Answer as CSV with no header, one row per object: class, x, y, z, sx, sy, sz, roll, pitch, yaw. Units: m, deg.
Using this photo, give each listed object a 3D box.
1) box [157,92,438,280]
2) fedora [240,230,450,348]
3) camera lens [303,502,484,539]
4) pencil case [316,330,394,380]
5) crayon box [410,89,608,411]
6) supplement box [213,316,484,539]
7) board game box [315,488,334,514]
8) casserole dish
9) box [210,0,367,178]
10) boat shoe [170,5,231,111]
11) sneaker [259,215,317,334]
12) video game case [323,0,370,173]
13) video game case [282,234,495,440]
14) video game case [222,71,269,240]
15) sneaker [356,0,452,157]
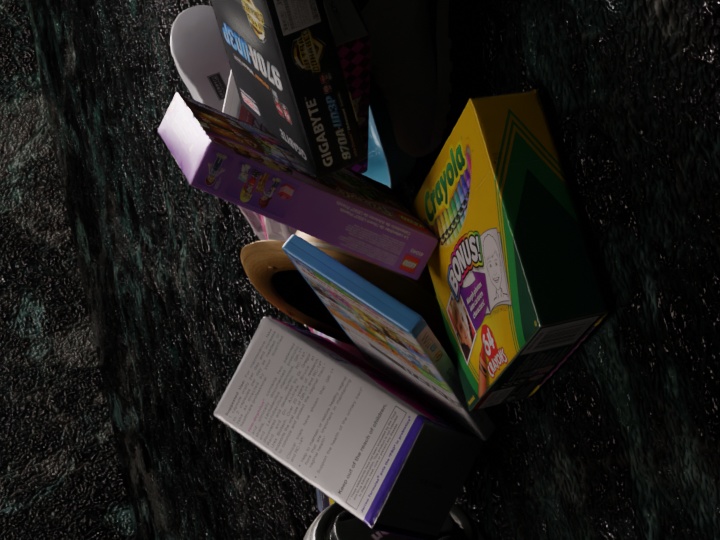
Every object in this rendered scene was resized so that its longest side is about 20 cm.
box,-0.050,-0.066,1.463,0.039,0.199,0.137,-62,24,12
fedora,0.000,0.000,1.614,0.201,0.200,0.082,128,165,-68
camera lens,0.030,0.303,1.661,0.160,0.159,0.201,-126,30,-55
pencil case,-0.007,0.011,1.721,0.083,0.090,0.201,-32,-61,-65
crayon box,0.103,-0.011,1.396,0.200,0.058,0.174,118,138,-66
supplement box,-0.011,0.133,1.608,0.199,0.101,0.104,29,94,36
board game box,0.006,0.226,1.871,0.200,0.056,0.166,-151,53,-69
casserole dish,0.000,-0.158,1.605,0.121,0.039,0.201,35,144,65
box,-0.065,-0.178,1.458,0.200,0.046,0.160,-133,24,-60
boat shoe,-0.143,-0.181,1.904,0.057,0.068,0.201,85,167,-54
sneaker,-0.025,-0.006,1.803,0.074,0.087,0.201,-99,-14,-56
video game case,-0.041,-0.196,1.524,0.200,0.036,0.182,92,155,-62
video game case,0.025,0.055,1.517,0.143,0.018,0.200,33,168,34
video game case,-0.093,-0.120,1.815,0.200,0.017,0.144,60,-143,-64
sneaker,0.026,-0.182,1.508,0.076,0.080,0.201,-133,34,-57
